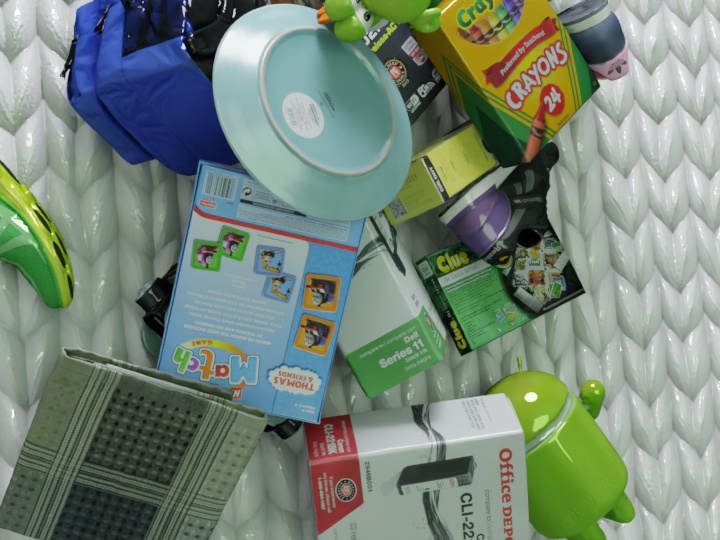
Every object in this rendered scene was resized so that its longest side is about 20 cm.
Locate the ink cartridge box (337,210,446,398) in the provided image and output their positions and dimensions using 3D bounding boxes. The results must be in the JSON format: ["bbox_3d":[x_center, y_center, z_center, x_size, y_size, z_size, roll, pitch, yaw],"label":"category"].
[{"bbox_3d":[0.000,0.000,1.123,0.082,0.147,0.202,-28,96,10],"label":"ink cartridge box"}]

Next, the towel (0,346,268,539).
[{"bbox_3d":[-0.196,0.167,1.025,0.191,0.035,0.201,20,114,-18],"label":"towel"}]

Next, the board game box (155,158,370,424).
[{"bbox_3d":[-0.086,0.020,1.026,0.149,0.037,0.203,12,97,-10],"label":"board game box"}]

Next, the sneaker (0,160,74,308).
[{"bbox_3d":[-0.325,-0.043,1.039,0.083,0.074,0.201,-38,103,1],"label":"sneaker"}]

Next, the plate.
[{"bbox_3d":[-0.031,-0.138,0.999,0.198,0.025,0.203,16,62,-31],"label":"plate"}]

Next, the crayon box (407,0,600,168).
[{"bbox_3d":[0.134,-0.218,1.155,0.127,0.051,0.201,-45,108,-23],"label":"crayon box"}]

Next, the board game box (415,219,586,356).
[{"bbox_3d":[0.148,0.008,1.227,0.199,0.023,0.106,-21,84,-42],"label":"board game box"}]

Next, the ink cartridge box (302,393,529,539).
[{"bbox_3d":[0.054,0.206,1.101,0.197,0.084,0.146,-8,110,-5],"label":"ink cartridge box"}]

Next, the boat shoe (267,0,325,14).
[{"bbox_3d":[-0.063,-0.292,1.120,0.075,0.073,0.202,26,47,-39],"label":"boat shoe"}]

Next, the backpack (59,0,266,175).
[{"bbox_3d":[-0.171,-0.210,1.060,0.166,0.163,0.202,-9,59,15],"label":"backpack"}]

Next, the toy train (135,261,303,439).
[{"bbox_3d":[-0.115,0.064,1.108,0.200,0.085,0.114,44,58,-13],"label":"toy train"}]

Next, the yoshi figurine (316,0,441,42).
[{"bbox_3d":[0.036,-0.263,1.037,0.112,0.112,0.201,32,42,-5],"label":"yoshi figurine"}]

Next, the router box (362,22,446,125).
[{"bbox_3d":[0.046,-0.262,1.234,0.150,0.062,0.201,44,68,-12],"label":"router box"}]

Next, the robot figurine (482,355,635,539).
[{"bbox_3d":[0.192,0.188,1.209,0.175,0.116,0.201,-41,100,-12],"label":"robot figurine"}]

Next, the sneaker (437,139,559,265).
[{"bbox_3d":[0.161,-0.066,1.228,0.088,0.076,0.200,50,46,4],"label":"sneaker"}]

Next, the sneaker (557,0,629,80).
[{"bbox_3d":[0.236,-0.239,1.260,0.070,0.200,0.083,-28,100,9],"label":"sneaker"}]

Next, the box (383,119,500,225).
[{"bbox_3d":[0.095,-0.112,1.192,0.200,0.075,0.051,-37,101,-49],"label":"box"}]
